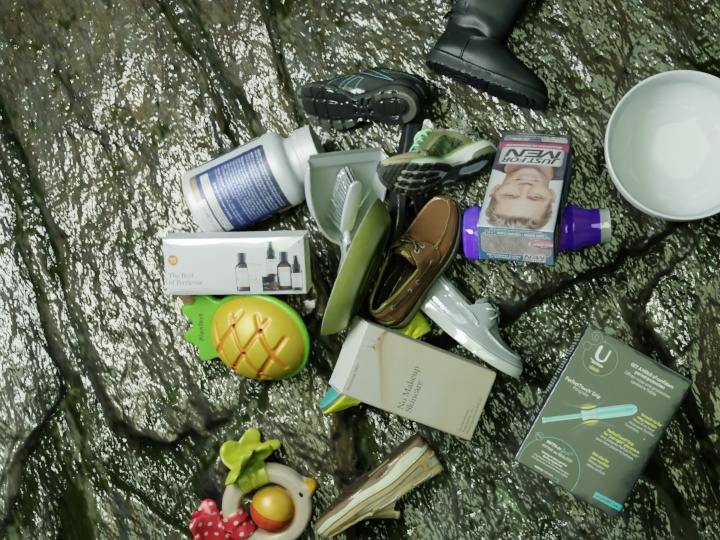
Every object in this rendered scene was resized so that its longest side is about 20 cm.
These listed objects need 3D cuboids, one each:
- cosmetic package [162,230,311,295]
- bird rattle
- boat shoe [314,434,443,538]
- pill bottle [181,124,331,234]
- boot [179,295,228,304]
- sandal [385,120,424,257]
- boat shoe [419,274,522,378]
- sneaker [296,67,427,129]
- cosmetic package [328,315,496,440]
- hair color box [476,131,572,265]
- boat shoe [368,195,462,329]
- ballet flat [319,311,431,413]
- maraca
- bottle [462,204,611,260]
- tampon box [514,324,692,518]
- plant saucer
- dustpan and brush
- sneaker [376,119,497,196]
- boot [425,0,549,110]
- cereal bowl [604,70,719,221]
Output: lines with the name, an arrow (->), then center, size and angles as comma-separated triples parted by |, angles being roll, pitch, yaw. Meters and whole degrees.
cosmetic package -> -0.170, -0.011, 1.301 | 0.198, 0.051, 0.083 | -1, 101, 7
bird rattle -> -0.151, 0.337, 1.328 | 0.162, 0.113, 0.201 | 20, 93, -6
boat shoe -> 0.029, 0.320, 1.311 | 0.200, 0.072, 0.076 | -39, 93, 6
pill bottle -> -0.145, -0.130, 1.345 | 0.199, 0.111, 0.112 | -24, 83, 8
boot -> -0.176, 0.011, 1.375 | 0.198, 0.074, 0.076 | -5, 109, 10
sandal -> 0.070, -0.111, 1.328 | 0.048, 0.075, 0.202 | 10, 88, -7
boat shoe -> 0.155, 0.065, 1.300 | 0.201, 0.070, 0.072 | 40, 97, 13
sneaker -> 0.004, -0.251, 1.354 | 0.199, 0.076, 0.079 | 7, 44, 24
cosmetic package -> 0.070, 0.146, 1.270 | 0.199, 0.073, 0.104 | 21, 90, -16
hair color box -> 0.221, -0.100, 1.241 | 0.099, 0.061, 0.201 | 5, 46, 17
boat shoe -> 0.076, -0.017, 1.275 | 0.072, 0.068, 0.201 | 19, 82, 36
ballet flat -> 0.027, 0.138, 1.326 | 0.067, 0.067, 0.200 | 38, 92, -11
maraca -> -0.164, 0.091, 1.337 | 0.198, 0.107, 0.138 | 9, 113, 17
bottle -> 0.241, -0.056, 1.285 | 0.198, 0.084, 0.066 | -3, 120, 9
tampon box -> 0.314, 0.193, 1.235 | 0.149, 0.126, 0.201 | 30, 91, 10
plant saucer -> 0.000, 0.000, 1.267 | 0.031, 0.200, 0.201 | 22, 91, 6
dustpan and brush -> -0.022, -0.067, 1.334 | 0.057, 0.139, 0.201 | 39, 129, 41
sneaker -> 0.094, -0.163, 1.291 | 0.089, 0.199, 0.077 | 60, 142, 21
boot -> 0.200, -0.333, 1.319 | 0.197, 0.073, 0.163 | 25, 88, 11
cereal bowl -> 0.427, -0.162, 1.258 | 0.198, 0.083, 0.202 | -1, 87, 10
